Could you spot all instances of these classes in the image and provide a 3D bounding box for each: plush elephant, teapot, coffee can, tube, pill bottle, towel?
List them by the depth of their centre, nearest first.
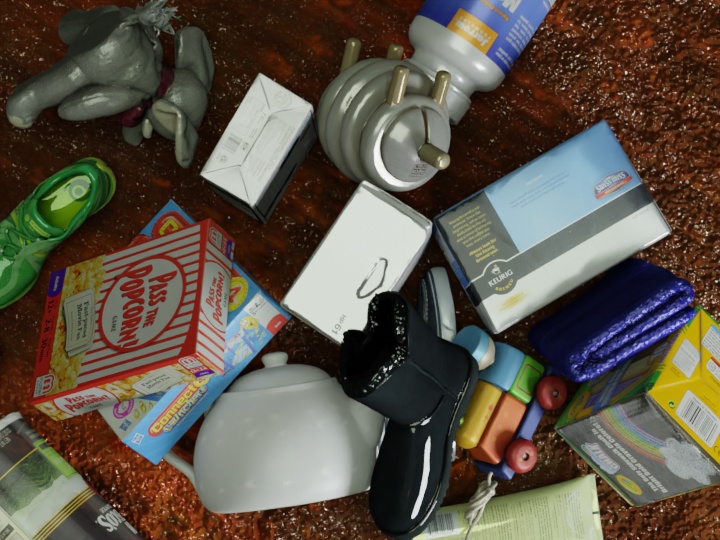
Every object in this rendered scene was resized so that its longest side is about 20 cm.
[{"bbox_3d":[0.246,0.051,1.540,0.147,0.200,0.050,-36,96,1],"label":"towel"},{"bbox_3d":[-0.081,0.154,1.552,0.199,0.197,0.147,-7,86,-30],"label":"teapot"},{"bbox_3d":[-0.325,0.262,1.571,0.200,0.146,0.146,44,89,3],"label":"coffee can"},{"bbox_3d":[-0.225,-0.186,1.601,0.199,0.165,0.155,-16,127,32],"label":"plush elephant"},{"bbox_3d":[0.119,-0.253,1.601,0.112,0.112,0.200,33,89,3],"label":"pill bottle"},{"bbox_3d":[0.148,0.261,1.611,0.199,0.052,0.058,-8,128,-2],"label":"tube"}]

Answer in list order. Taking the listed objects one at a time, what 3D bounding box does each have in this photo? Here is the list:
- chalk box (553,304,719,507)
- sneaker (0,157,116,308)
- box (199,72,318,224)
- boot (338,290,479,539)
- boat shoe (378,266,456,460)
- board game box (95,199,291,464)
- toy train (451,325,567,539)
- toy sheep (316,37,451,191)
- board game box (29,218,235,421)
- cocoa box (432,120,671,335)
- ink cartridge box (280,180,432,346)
[{"bbox_3d":[0.288,0.141,1.550,0.124,0.200,0.124,44,59,-8],"label":"chalk box"},{"bbox_3d":[-0.338,-0.043,1.618,0.074,0.084,0.200,42,90,3],"label":"sneaker"},{"bbox_3d":[-0.096,-0.117,1.558,0.060,0.200,0.117,30,86,1],"label":"box"},{"bbox_3d":[0.027,0.134,1.445,0.076,0.168,0.201,14,77,36],"label":"boot"},{"bbox_3d":[0.050,0.097,1.605,0.090,0.071,0.201,-1,89,-3],"label":"boat shoe"},{"bbox_3d":[-0.196,0.057,1.565,0.196,0.056,0.200,-48,45,-1],"label":"board game box"},{"bbox_3d":[0.109,0.162,1.552,0.116,0.085,0.201,34,76,-27],"label":"toy train"},{"bbox_3d":[0.026,-0.143,1.514,0.137,0.200,0.139,-12,118,-23],"label":"toy sheep"},{"bbox_3d":[-0.218,0.049,1.514,0.199,0.046,0.152,-17,52,26],"label":"board game box"},{"bbox_3d":[0.185,-0.040,1.578,0.199,0.133,0.132,-30,86,0],"label":"cocoa box"},{"bbox_3d":[0.000,0.000,1.548,0.084,0.200,0.145,33,88,3],"label":"ink cartridge box"}]
